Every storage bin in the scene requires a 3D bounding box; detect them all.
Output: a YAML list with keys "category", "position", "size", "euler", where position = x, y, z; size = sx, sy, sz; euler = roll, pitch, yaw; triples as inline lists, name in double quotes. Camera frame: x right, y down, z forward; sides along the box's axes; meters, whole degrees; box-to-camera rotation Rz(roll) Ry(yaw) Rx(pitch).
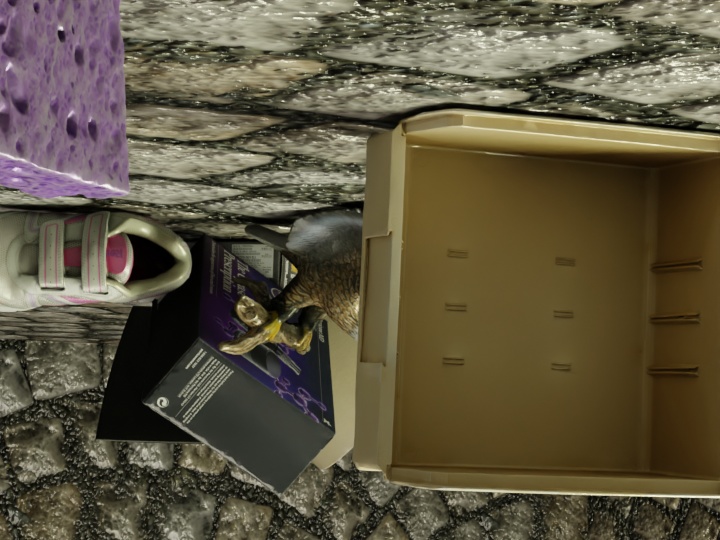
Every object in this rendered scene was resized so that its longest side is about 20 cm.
- category: "storage bin"
  position: [0.104, 0.021, 1.120]
  size: [0.197, 0.202, 0.094]
  euler: [4, 177, -23]

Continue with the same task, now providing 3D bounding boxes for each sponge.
- category: "sponge"
  position: [-0.112, -0.086, 0.517]
  size: [0.030, 0.112, 0.200]
  euler: [-2, 174, 18]

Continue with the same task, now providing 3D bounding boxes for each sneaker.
- category: "sneaker"
  position: [-0.218, -0.013, 1.563]
  size: [0.199, 0.082, 0.088]
  euler: [-5, 177, -29]

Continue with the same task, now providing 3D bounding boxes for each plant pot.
- category: "plant pot"
  position: [-0.028, 0.074, 1.962]
  size: [0.134, 0.201, 0.200]
  euler: [39, 168, -7]
- category: "plant pot"
  position: [-0.136, 0.094, 2.097]
  size: [0.199, 0.179, 0.199]
  euler: [-2, 172, 40]

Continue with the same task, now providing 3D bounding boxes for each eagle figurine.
- category: "eagle figurine"
  position: [0.004, 0.006, 1.564]
  size: [0.199, 0.151, 0.152]
  euler: [-33, -156, 24]

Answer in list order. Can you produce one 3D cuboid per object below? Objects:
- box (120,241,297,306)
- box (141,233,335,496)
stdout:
- category: "box"
  position: [-0.144, 0.005, 1.837]
  size: [0.199, 0.049, 0.158]
  euler: [1, 175, 15]
- category: "box"
  position: [-0.098, 0.073, 1.646]
  size: [0.141, 0.079, 0.200]
  euler: [39, -162, -19]
